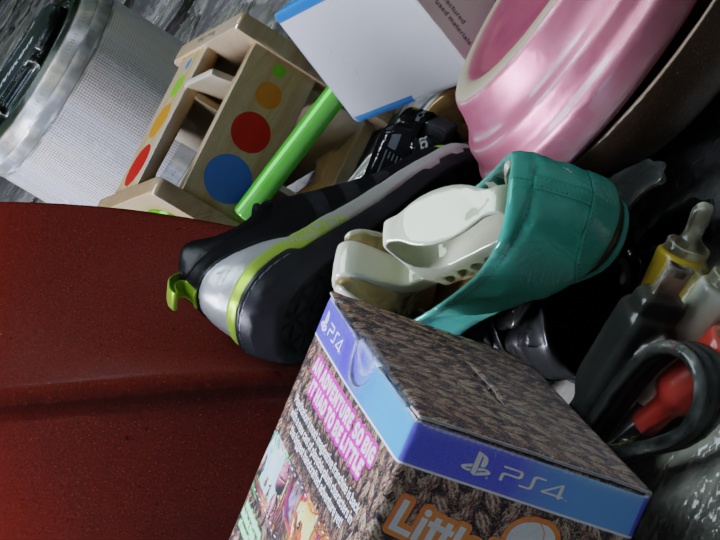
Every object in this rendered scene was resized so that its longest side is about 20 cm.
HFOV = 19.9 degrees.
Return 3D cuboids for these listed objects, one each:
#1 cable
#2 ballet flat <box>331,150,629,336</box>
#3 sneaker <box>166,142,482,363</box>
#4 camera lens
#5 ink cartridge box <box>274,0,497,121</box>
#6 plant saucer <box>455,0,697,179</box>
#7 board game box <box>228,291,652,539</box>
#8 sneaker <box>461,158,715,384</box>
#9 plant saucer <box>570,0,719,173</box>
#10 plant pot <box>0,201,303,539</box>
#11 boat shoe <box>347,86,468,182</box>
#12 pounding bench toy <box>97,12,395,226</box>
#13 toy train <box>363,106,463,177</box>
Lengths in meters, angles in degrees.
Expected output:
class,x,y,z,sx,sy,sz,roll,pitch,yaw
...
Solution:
class,x,y,z,sx,sy,sz,roll,pitch,yaw
cable,0.106,0.071,0.844,0.200,0.050,0.097,-62,29,30
ballet flat,0.030,-0.002,0.894,0.200,0.070,0.067,-32,38,49
sneaker,-0.014,-0.023,1.004,0.200,0.083,0.072,-28,-46,-46
camera lens,-0.178,-0.107,1.569,0.160,0.200,0.160,-49,21,26
ink cartridge box,0.069,-0.184,1.142,0.200,0.084,0.146,-45,13,-23
plant saucer,0.107,-0.129,0.971,0.201,0.051,0.201,-56,9,14
board game box,0.009,0.134,0.812,0.159,0.097,0.200,-127,58,-70
sneaker,0.076,0.026,0.926,0.200,0.060,0.104,-50,15,13
plant saucer,0.153,-0.120,0.965,0.200,0.037,0.200,-54,10,14
plant pot,-0.102,0.084,1.046,0.176,0.200,0.200,-8,31,5
boat shoe,0.021,-0.030,1.154,0.200,0.071,0.069,-49,11,23
pounding bench toy,-0.068,-0.068,1.343,0.200,0.124,0.156,-13,48,65
toy train,0.000,0.000,1.112,0.034,0.046,0.200,-31,-33,-59
